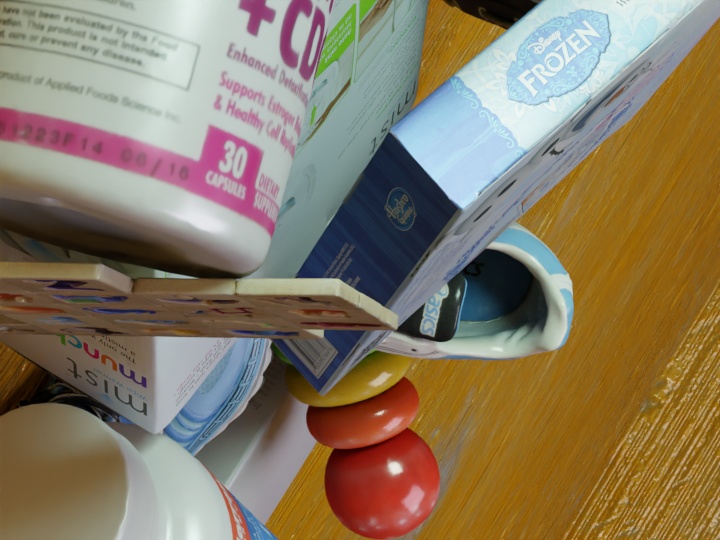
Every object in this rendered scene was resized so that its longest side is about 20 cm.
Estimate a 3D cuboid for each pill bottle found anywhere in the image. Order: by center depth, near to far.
[{"bbox_3d":[-0.059,-0.108,0.835,0.113,0.113,0.201,49,55,-75],"label":"pill bottle"},{"bbox_3d":[-0.093,0.129,1.089,0.113,0.112,0.200,-57,152,-11],"label":"pill bottle"}]

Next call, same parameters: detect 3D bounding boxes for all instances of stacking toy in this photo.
[{"bbox_3d":[-0.009,0.028,1.216,0.085,0.085,0.201,-41,121,-53],"label":"stacking toy"}]

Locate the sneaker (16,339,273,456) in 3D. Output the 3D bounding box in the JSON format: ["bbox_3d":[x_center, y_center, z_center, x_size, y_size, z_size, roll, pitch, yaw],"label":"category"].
[{"bbox_3d":[-0.104,0.061,1.164,0.201,0.078,0.090,-65,160,10],"label":"sneaker"}]

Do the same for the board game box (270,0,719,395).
[{"bbox_3d":[0.063,-0.057,1.031,0.199,0.043,0.200,-40,174,-26],"label":"board game box"}]

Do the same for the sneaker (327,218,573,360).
[{"bbox_3d":[0.000,0.000,1.131,0.072,0.199,0.072,-139,-122,-64],"label":"sneaker"}]

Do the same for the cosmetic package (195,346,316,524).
[{"bbox_3d":[-0.077,0.083,1.293,0.201,0.081,0.113,-56,165,-14],"label":"cosmetic package"}]

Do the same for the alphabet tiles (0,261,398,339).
[{"bbox_3d":[-0.093,0.010,0.882,0.167,0.198,0.008,34,57,-76],"label":"alphabet tiles"}]

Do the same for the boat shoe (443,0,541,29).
[{"bbox_3d":[0.090,-0.136,1.210,0.072,0.201,0.061,-37,125,-14],"label":"boat shoe"}]

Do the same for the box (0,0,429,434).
[{"bbox_3d":[-0.057,-0.069,1.022,0.200,0.096,0.177,-54,165,-27],"label":"box"}]
